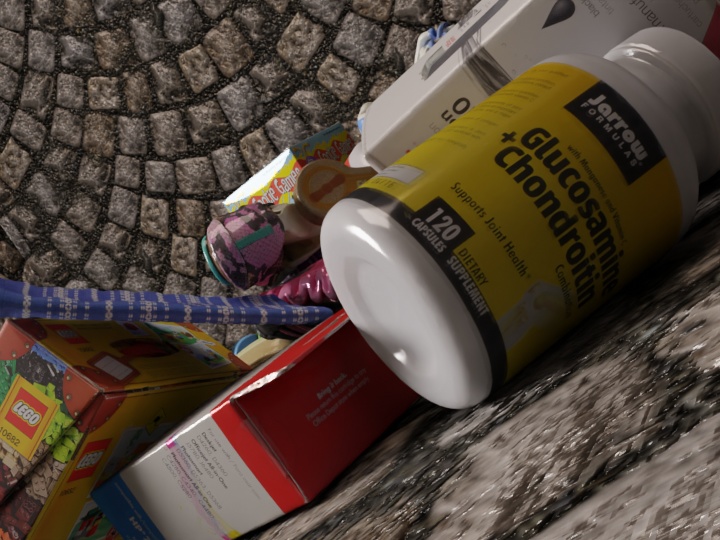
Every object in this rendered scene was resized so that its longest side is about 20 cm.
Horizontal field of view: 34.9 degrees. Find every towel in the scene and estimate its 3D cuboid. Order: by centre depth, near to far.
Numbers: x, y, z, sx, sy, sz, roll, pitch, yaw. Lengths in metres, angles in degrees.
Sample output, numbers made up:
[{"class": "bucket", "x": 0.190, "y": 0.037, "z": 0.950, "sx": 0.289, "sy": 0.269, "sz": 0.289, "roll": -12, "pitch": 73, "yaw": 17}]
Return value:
[{"class": "towel", "x": -0.131, "y": 0.018, "z": 0.694, "sx": 0.199, "sy": 0.024, "sz": 0.145, "roll": 3, "pitch": 0, "yaw": -17}]

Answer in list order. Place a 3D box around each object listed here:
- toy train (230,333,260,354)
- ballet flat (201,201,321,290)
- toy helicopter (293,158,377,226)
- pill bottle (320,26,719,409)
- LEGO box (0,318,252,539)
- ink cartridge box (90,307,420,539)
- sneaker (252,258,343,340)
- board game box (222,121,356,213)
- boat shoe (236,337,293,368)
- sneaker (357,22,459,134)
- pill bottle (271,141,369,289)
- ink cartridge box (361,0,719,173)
[{"class": "toy train", "x": -0.119, "y": 0.092, "z": 1.178, "sx": 0.115, "sy": 0.085, "sz": 0.200, "roll": -9, "pitch": -5, "yaw": -14}, {"class": "ballet flat", "x": -0.065, "y": -0.024, "z": 0.847, "sx": 0.071, "sy": 0.069, "sz": 0.200, "roll": -24, "pitch": 1, "yaw": 4}, {"class": "toy helicopter", "x": 0.048, "y": -0.072, "z": 0.819, "sx": 0.199, "sy": 0.133, "sz": 0.079, "roll": -6, "pitch": -19, "yaw": -15}, {"class": "pill bottle", "x": 0.087, "y": -0.033, "z": 0.547, "sx": 0.200, "sy": 0.112, "sz": 0.112, "roll": -36, "pitch": 1, "yaw": -19}, {"class": "LEGO box", "x": -0.169, "y": 0.111, "z": 0.723, "sx": 0.149, "sy": 0.077, "sz": 0.200, "roll": -60, "pitch": -17, "yaw": 8}, {"class": "ink cartridge box", "x": -0.049, "y": 0.089, "z": 0.632, "sx": 0.200, "sy": 0.067, "sz": 0.116, "roll": -35, "pitch": 2, "yaw": 43}, {"class": "sneaker", "x": -0.010, "y": 0.037, "z": 0.809, "sx": 0.079, "sy": 0.096, "sz": 0.200, "roll": -33, "pitch": 8, "yaw": -34}, {"class": "board game box", "x": -0.019, "y": -0.024, "z": 1.108, "sx": 0.103, "sy": 0.200, "sz": 0.105, "roll": -34, "pitch": 2, "yaw": 35}, {"class": "boat shoe", "x": -0.105, "y": 0.126, "z": 0.912, "sx": 0.200, "sy": 0.073, "sz": 0.063, "roll": -47, "pitch": 3, "yaw": 21}, {"class": "sneaker", "x": 0.081, "y": -0.133, "z": 0.727, "sx": 0.200, "sy": 0.077, "sz": 0.076, "roll": -47, "pitch": 21, "yaw": 12}, {"class": "pill bottle", "x": 0.000, "y": 0.000, "z": 0.932, "sx": 0.200, "sy": 0.112, "sz": 0.112, "roll": -57, "pitch": -7, "yaw": 21}, {"class": "ink cartridge box", "x": 0.118, "y": -0.097, "z": 0.662, "sx": 0.200, "sy": 0.146, "sz": 0.085, "roll": -41, "pitch": 18, "yaw": 23}]
